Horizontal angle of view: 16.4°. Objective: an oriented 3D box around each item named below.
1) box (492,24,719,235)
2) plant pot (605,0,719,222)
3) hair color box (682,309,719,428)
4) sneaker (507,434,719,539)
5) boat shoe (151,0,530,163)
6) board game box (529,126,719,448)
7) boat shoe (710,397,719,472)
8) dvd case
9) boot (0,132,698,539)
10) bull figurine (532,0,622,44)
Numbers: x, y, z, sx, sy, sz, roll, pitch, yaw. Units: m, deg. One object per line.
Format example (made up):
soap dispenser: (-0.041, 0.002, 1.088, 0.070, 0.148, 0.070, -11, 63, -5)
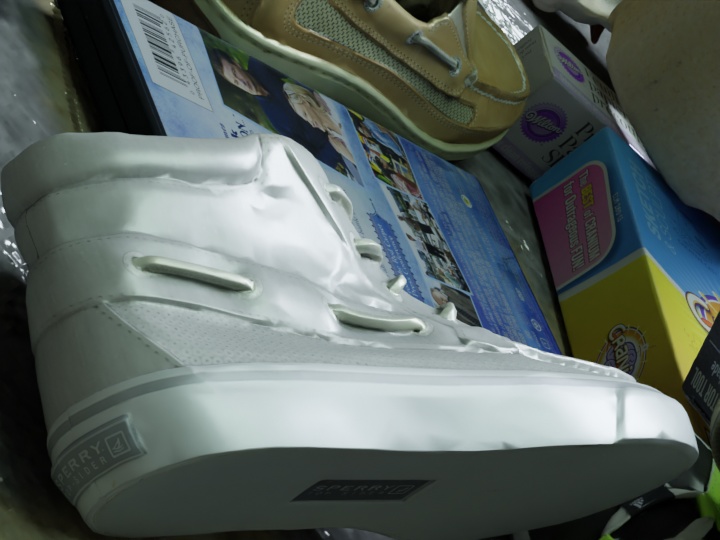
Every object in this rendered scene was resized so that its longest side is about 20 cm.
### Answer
box: (0.123, -0.018, 0.986, 0.200, 0.041, 0.039, 40, 24, -29)
plant pot: (0.202, -0.097, 0.947, 0.200, 0.183, 0.201, 38, 31, -28)
hair color box: (0.212, 0.063, 0.776, 0.200, 0.065, 0.109, 18, 16, -18)
sneaker: (0.112, 0.106, 0.675, 0.072, 0.083, 0.200, -27, 75, -23)
boat shoe: (0.015, -0.086, 0.828, 0.072, 0.076, 0.200, 59, 22, 19)
board game box: (0.137, 0.057, 0.891, 0.153, 0.040, 0.200, 38, 25, -31)
boat shoe: (0.185, 0.088, 0.670, 0.200, 0.075, 0.068, 28, 31, -10)
dvd case: (0.000, 0.000, 0.742, 0.200, 0.018, 0.143, 25, 34, -50)
boot: (0.002, 0.012, 0.612, 0.200, 0.074, 0.096, 8, 58, -46)
bull figurine: (0.160, -0.069, 1.108, 0.200, 0.065, 0.121, 37, 32, -20)
